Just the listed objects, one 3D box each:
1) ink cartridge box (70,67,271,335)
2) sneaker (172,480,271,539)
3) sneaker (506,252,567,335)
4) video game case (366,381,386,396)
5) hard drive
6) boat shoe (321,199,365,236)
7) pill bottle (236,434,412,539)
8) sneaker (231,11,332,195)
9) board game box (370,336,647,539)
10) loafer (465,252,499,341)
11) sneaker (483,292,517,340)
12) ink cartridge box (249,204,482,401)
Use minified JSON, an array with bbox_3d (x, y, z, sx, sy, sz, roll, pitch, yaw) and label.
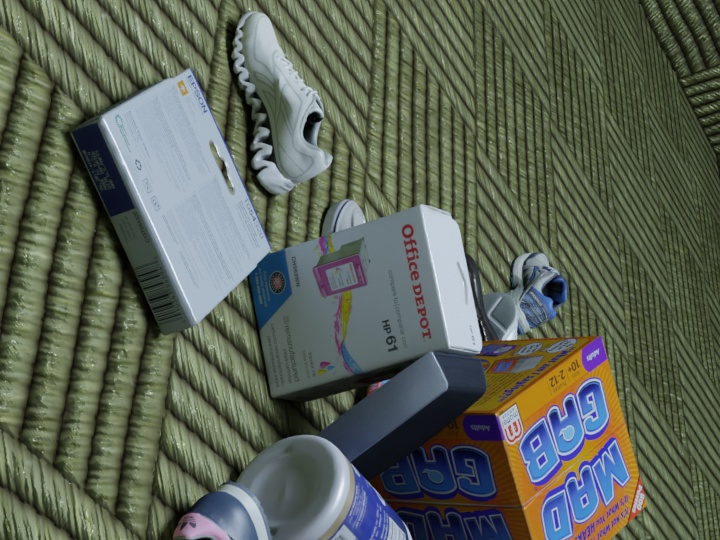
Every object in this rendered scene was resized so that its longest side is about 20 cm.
[{"bbox_3d":[-0.166,-0.067,1.368,0.197,0.043,0.200,67,21,-12],"label":"ink cartridge box"},{"bbox_3d":[-0.101,0.282,1.262,0.082,0.070,0.200,-29,99,-49],"label":"sneaker"},{"bbox_3d":[0.270,0.030,2.237,0.077,0.085,0.200,64,24,-21],"label":"sneaker"},{"bbox_3d":[0.061,0.130,1.732,0.143,0.017,0.200,56,26,-26],"label":"video game case"},{"bbox_3d":[0.023,0.150,1.443,0.042,0.200,0.135,58,19,20],"label":"hard drive"},{"bbox_3d":[0.000,0.000,1.661,0.071,0.070,0.200,51,32,-41],"label":"boat shoe"},{"bbox_3d":[-0.021,0.250,1.377,0.200,0.120,0.120,53,30,-41],"label":"pill bottle"},{"bbox_3d":[-0.080,-0.182,1.596,0.075,0.081,0.200,11,63,-62],"label":"sneaker"},{"bbox_3d":[0.146,0.200,1.597,0.200,0.200,0.200,-29,107,-44],"label":"board game box"},{"bbox_3d":[0.122,0.072,1.907,0.071,0.073,0.200,9,61,-54],"label":"loafer"},{"bbox_3d":[0.174,0.118,1.999,0.080,0.070,0.201,70,20,-49],"label":"sneaker"},{"bbox_3d":[0.003,0.034,1.478,0.085,0.200,0.145,16,59,-64],"label":"ink cartridge box"}]
